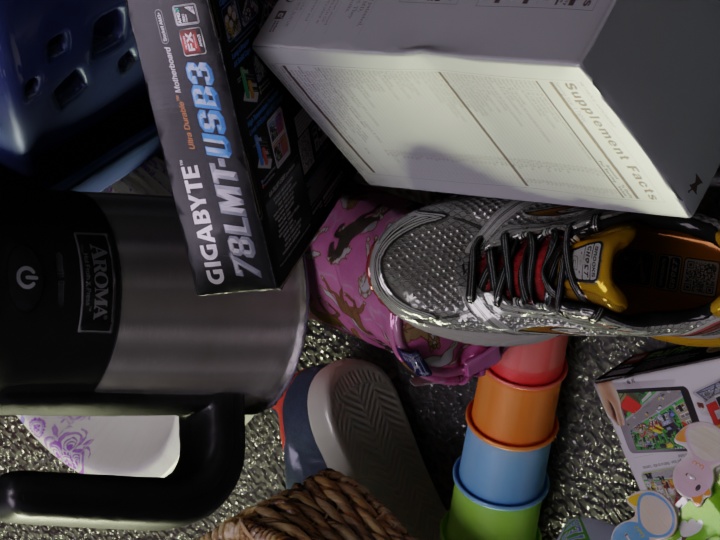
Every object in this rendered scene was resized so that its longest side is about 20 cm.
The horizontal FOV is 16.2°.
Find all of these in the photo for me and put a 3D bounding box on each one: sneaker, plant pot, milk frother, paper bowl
[{"bbox_3d":[0.099,-0.006,1.181,0.199,0.082,0.078,-1,83,13],"label":"sneaker"},{"bbox_3d":[0.002,0.147,1.451,0.084,0.075,0.201,-7,101,52],"label":"sneaker"},{"bbox_3d":[-0.179,-0.151,1.363,0.199,0.200,0.181,26,137,34],"label":"plant pot"},{"bbox_3d":[-0.159,0.039,1.317,0.200,0.187,0.182,14,99,56],"label":"milk frother"},{"bbox_3d":[-0.135,0.017,1.482,0.200,0.104,0.202,26,130,35],"label":"paper bowl"}]

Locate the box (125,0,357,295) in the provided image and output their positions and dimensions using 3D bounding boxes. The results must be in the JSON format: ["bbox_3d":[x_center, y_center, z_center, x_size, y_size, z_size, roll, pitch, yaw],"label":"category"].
[{"bbox_3d":[-0.052,-0.118,1.242,0.049,0.200,0.200,-5,113,19],"label":"box"}]

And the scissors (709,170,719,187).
[{"bbox_3d":[0.141,-0.050,1.214,0.199,0.073,0.014,2,103,19],"label":"scissors"}]

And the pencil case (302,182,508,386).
[{"bbox_3d":[0.000,0.000,1.321,0.200,0.083,0.087,22,90,54],"label":"pencil case"}]

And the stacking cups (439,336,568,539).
[{"bbox_3d":[0.075,0.098,1.345,0.060,0.060,0.201,31,133,30],"label":"stacking cups"}]

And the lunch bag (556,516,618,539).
[{"bbox_3d":[0.157,0.222,1.296,0.160,0.076,0.201,21,140,26],"label":"lunch bag"}]

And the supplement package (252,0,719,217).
[{"bbox_3d":[0.072,-0.106,1.157,0.199,0.110,0.114,8,150,43],"label":"supplement package"}]

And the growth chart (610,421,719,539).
[{"bbox_3d":[0.172,0.167,1.195,0.144,0.018,0.201,37,102,16],"label":"growth chart"}]

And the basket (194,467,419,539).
[{"bbox_3d":[-0.026,0.223,1.331,0.200,0.148,0.143,53,147,22],"label":"basket"}]

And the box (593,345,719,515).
[{"bbox_3d":[0.210,0.082,1.214,0.200,0.035,0.111,-15,102,49],"label":"box"}]
